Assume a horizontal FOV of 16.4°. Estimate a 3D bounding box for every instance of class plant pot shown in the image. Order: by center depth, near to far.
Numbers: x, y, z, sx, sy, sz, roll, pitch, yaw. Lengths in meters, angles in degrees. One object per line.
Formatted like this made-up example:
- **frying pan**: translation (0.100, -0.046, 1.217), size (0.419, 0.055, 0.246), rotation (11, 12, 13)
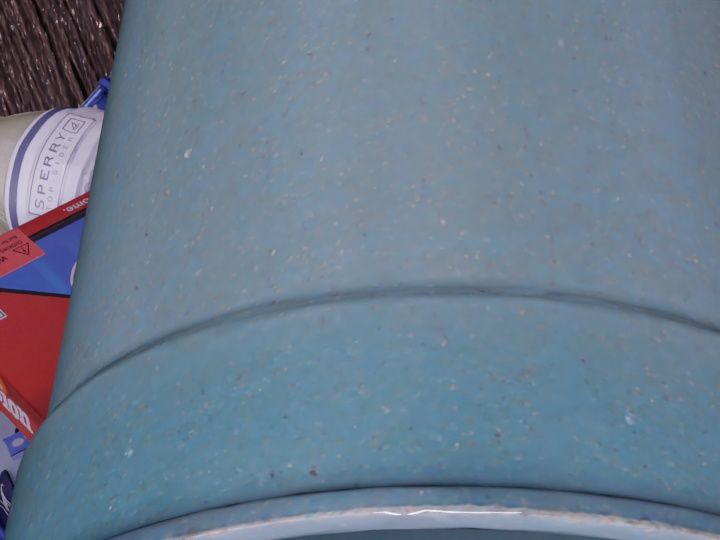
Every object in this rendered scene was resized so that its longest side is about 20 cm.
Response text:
- **plant pot**: translation (0.019, 0.008, 0.542), size (0.200, 0.200, 0.196), rotation (116, 158, -57)

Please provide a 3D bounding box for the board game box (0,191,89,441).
- **board game box**: translation (-0.009, -0.009, 0.676), size (0.103, 0.200, 0.019), rotation (40, 148, 37)

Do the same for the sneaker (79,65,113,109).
- **sneaker**: translation (-0.081, -0.072, 1.114), size (0.200, 0.088, 0.075), rotation (102, 151, -42)

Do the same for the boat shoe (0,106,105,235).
- **boat shoe**: translation (-0.063, -0.005, 0.795), size (0.062, 0.072, 0.200), rotation (16, 165, 28)

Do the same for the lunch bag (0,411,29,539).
- **lunch bag**: translation (-0.078, 0.073, 1.024), size (0.160, 0.200, 0.076), rotation (-131, 28, -50)
